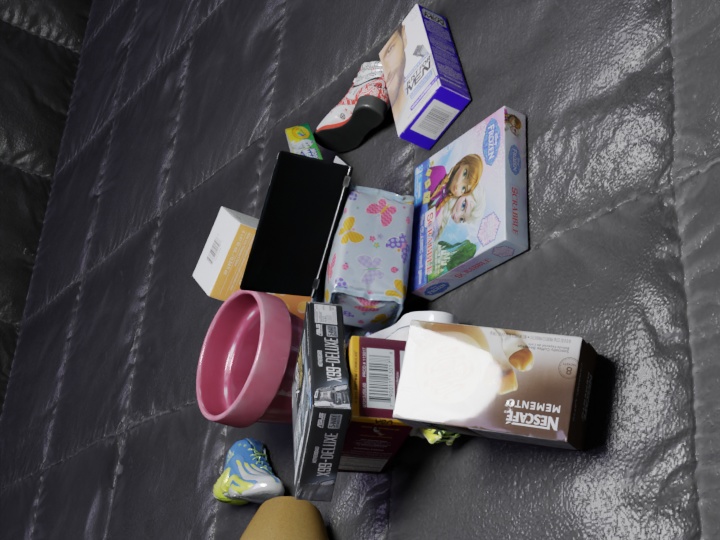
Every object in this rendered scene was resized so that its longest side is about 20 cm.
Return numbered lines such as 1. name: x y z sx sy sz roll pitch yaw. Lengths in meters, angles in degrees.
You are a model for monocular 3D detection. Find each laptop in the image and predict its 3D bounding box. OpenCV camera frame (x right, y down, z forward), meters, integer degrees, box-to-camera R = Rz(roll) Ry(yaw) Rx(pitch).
1. laptop: -0.092 -0.071 1.516 0.200 0.115 0.189 -126 53 -74

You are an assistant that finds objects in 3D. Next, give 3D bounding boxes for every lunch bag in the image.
1. lunch bag: 0.000 0.000 1.569 0.200 0.126 0.171 110 168 -67

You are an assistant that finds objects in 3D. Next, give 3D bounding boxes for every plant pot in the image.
1. plant pot: -0.107 0.413 1.488 0.186 0.185 0.201 -45 26 36
2. plant pot: -0.122 0.146 1.644 0.200 0.178 0.202 -36 43 44

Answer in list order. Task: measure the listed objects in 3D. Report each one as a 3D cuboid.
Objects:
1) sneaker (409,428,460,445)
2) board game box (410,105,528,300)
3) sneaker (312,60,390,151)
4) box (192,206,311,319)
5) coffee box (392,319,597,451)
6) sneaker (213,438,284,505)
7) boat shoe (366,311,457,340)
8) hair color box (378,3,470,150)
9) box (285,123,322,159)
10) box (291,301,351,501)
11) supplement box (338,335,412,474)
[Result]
1. sneaker: 0.117 0.177 1.346 0.200 0.075 0.077 175 104 -69
2. board game box: 0.143 -0.087 1.475 0.199 0.041 0.202 -32 47 48
3. sneaker: -0.004 -0.272 1.814 0.201 0.067 0.109 -25 41 59
4. box: -0.144 -0.002 1.745 0.125 0.199 0.097 -66 30 9
5. coffee box: 0.148 0.126 1.210 0.198 0.080 0.116 6 75 26
6. sneaker: -0.175 0.312 1.741 0.199 0.075 0.106 -20 56 55
7. boat shoe: 0.067 0.106 1.472 0.200 0.073 0.066 143 134 -59
8. hair color box: 0.093 -0.293 1.659 0.109 0.064 0.201 -49 35 34
9. box: -0.074 -0.140 1.803 0.201 0.048 0.118 -109 5 -49
10. box: -0.052 0.163 1.395 0.201 0.049 0.159 -97 16 -53
11. supplement box: 0.010 0.179 1.429 0.200 0.085 0.111 112 161 -59
